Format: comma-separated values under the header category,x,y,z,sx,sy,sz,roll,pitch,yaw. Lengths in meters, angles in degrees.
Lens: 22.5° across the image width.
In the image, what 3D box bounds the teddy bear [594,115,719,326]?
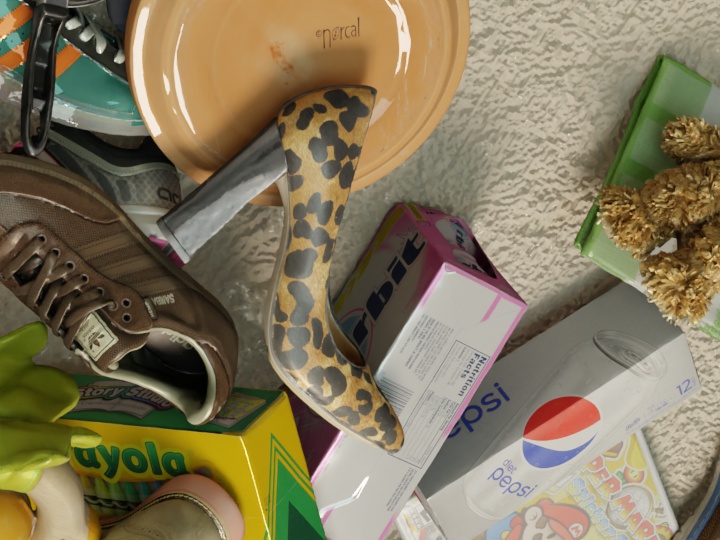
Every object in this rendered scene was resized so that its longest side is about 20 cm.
category,x,y,z,sx,sy,sz,roll,pitch,yaw
teddy bear,0.238,-0.038,1.116,0.199,0.145,0.067,-6,145,-18

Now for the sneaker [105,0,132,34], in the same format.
category,x,y,z,sx,sy,sz,roll,pitch,yaw
sneaker,-0.051,-0.126,1.061,0.199,0.070,0.082,2,106,-15

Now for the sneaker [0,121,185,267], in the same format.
category,x,y,z,sx,sy,sz,roll,pitch,yaw
sneaker,-0.194,-0.046,1.050,0.199,0.088,0.074,3,151,-5

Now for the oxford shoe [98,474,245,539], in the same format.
category,x,y,z,sx,sy,sz,roll,pitch,yaw
oxford shoe,-0.147,0.185,1.044,0.071,0.074,0.200,45,131,1

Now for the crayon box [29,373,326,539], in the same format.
category,x,y,z,sx,sy,sz,roll,pitch,yaw
crayon box,-0.120,0.152,1.094,0.199,0.058,0.173,2,119,31

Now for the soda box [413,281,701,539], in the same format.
category,x,y,z,sx,sy,sz,roll,pitch,yaw
soda box,0.120,0.092,1.181,0.199,0.068,0.064,-32,135,-4

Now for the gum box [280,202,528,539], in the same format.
category,x,y,z,sx,sy,sz,roll,pitch,yaw
gum box,0.017,0.061,1.129,0.066,0.114,0.201,27,102,-23

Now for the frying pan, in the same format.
category,x,y,z,sx,sy,sz,roll,pitch,yaw
frying pan,-0.179,-0.171,0.979,0.115,0.031,0.191,33,63,-22

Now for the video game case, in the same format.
category,x,y,z,sx,sy,sz,roll,pitch,yaw
video game case,0.134,0.199,1.265,0.181,0.023,0.201,-26,115,-4

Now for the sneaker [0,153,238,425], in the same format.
category,x,y,z,sx,sy,sz,roll,pitch,yaw
sneaker,-0.143,0.011,0.984,0.200,0.076,0.070,34,116,-25

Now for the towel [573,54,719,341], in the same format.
category,x,y,z,sx,sy,sz,roll,pitch,yaw
towel,0.243,-0.031,1.185,0.199,0.031,0.150,29,77,-21

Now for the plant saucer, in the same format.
category,x,y,z,sx,sy,sz,roll,pitch,yaw
plant saucer,-0.032,-0.125,1.018,0.199,0.032,0.201,-9,122,-14

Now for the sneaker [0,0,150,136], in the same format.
category,x,y,z,sx,sy,sz,roll,pitch,yaw
sneaker,-0.187,-0.139,1.019,0.199,0.071,0.080,20,108,-20

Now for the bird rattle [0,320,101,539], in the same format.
category,x,y,z,sx,sy,sz,roll,pitch,yaw
bird rattle,-0.227,0.129,0.976,0.199,0.113,0.163,-29,132,0

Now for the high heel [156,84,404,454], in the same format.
category,x,y,z,sx,sy,sz,roll,pitch,yaw
high heel,0.000,0.000,1.021,0.142,0.071,0.200,-39,107,3

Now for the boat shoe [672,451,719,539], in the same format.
category,x,y,z,sx,sy,sz,roll,pitch,yaw
boat shoe,0.285,0.156,1.252,0.072,0.072,0.201,25,92,-24
